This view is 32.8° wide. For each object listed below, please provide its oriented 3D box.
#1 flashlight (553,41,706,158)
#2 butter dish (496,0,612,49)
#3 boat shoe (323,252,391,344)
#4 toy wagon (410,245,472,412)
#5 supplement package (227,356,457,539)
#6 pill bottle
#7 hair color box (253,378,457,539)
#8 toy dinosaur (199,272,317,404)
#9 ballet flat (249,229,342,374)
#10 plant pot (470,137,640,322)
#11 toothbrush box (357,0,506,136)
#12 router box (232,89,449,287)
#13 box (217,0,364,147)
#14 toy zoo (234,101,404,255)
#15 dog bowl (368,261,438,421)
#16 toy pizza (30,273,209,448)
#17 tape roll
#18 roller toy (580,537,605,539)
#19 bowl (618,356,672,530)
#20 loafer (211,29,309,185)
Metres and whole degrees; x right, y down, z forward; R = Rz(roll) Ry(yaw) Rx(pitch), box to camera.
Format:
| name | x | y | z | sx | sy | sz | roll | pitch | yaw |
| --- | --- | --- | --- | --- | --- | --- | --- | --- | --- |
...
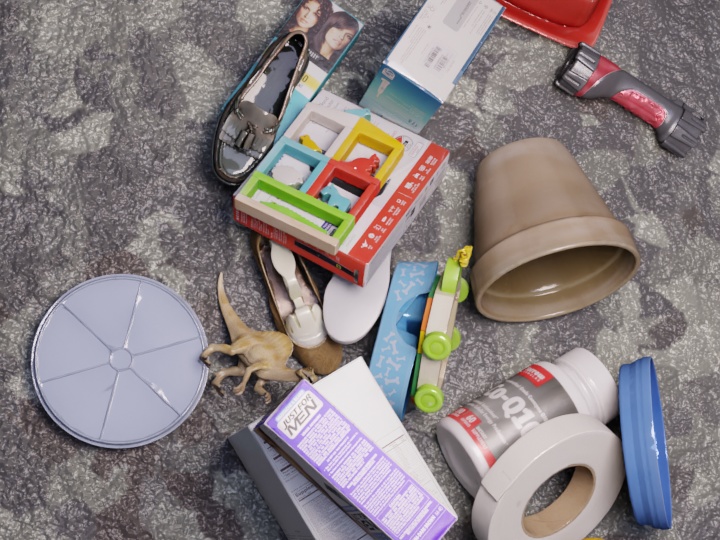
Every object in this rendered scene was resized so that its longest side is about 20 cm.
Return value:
| name | x | y | z | sx | sy | sz | roll | pitch | yaw |
| --- | --- | --- | --- | --- | --- | --- | --- | --- | --- |
| flashlight | 0.349 | -0.217 | 1.586 | 0.200 | 0.068 | 0.068 | 33 | 37 | -8 |
| butter dish | 0.256 | -0.416 | 1.562 | 0.200 | 0.148 | 0.200 | 23 | 74 | -6 |
| boat shoe | 0.000 | 0.000 | 1.458 | 0.072 | 0.066 | 0.200 | 8 | 67 | 2 |
| toy wagon | 0.094 | 0.061 | 1.402 | 0.040 | 0.155 | 0.200 | 10 | 117 | 8 |
| supplement package | -0.025 | 0.226 | 1.349 | 0.147 | 0.191 | 0.200 | -30 | 87 | -17 |
| pill bottle | 0.200 | 0.178 | 1.446 | 0.200 | 0.114 | 0.114 | -29 | 86 | -16 |
| hair color box | -0.009 | 0.198 | 1.201 | 0.200 | 0.109 | 0.065 | 44 | 75 | 0 |
| toy dinosaur | -0.131 | 0.095 | 1.412 | 0.101 | 0.058 | 0.200 | -34 | 55 | -24 |
| ballet flat | -0.076 | 0.028 | 1.439 | 0.068 | 0.072 | 0.200 | -20 | 84 | -6 |
| plant pot | 0.214 | -0.056 | 1.474 | 0.200 | 0.200 | 0.174 | -7 | 63 | -13 |
| toothbrush box | 0.076 | -0.244 | 1.461 | 0.085 | 0.200 | 0.146 | 34 | 73 | -4 |
| router box | -0.021 | -0.099 | 1.434 | 0.179 | 0.049 | 0.200 | 27 | 58 | 13 |
| box | -0.085 | -0.243 | 1.505 | 0.082 | 0.049 | 0.200 | 35 | 74 | -3 |
| toy zoo | -0.038 | -0.119 | 1.402 | 0.131 | 0.020 | 0.200 | 26 | 58 | 13 |
| dog bowl | 0.047 | 0.077 | 1.431 | 0.050 | 0.112 | 0.200 | 13 | 63 | 6 |
| toy pizza | -0.274 | 0.104 | 1.404 | 0.200 | 0.032 | 0.200 | 2 | 79 | -10 |
| tape roll | 0.217 | 0.255 | 1.405 | 0.203 | 0.203 | 0.037 | -28 | 43 | -16 |
| roller toy | 0.258 | 0.426 | 1.395 | 0.182 | 0.140 | 0.200 | 45 | 73 | -1 |
| bowl | 0.333 | 0.203 | 1.435 | 0.039 | 0.201 | 0.201 | -7 | 79 | 16 |
| loafer | -0.117 | -0.196 | 1.429 | 0.072 | 0.063 | 0.200 | 26 | 76 | -8 |
